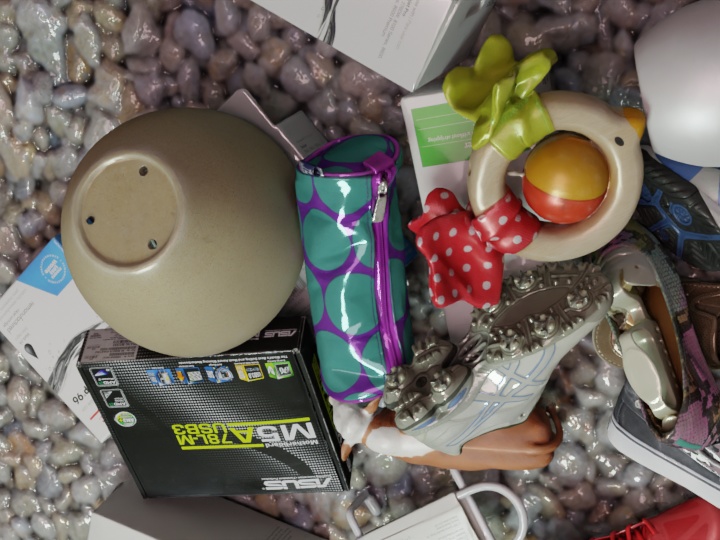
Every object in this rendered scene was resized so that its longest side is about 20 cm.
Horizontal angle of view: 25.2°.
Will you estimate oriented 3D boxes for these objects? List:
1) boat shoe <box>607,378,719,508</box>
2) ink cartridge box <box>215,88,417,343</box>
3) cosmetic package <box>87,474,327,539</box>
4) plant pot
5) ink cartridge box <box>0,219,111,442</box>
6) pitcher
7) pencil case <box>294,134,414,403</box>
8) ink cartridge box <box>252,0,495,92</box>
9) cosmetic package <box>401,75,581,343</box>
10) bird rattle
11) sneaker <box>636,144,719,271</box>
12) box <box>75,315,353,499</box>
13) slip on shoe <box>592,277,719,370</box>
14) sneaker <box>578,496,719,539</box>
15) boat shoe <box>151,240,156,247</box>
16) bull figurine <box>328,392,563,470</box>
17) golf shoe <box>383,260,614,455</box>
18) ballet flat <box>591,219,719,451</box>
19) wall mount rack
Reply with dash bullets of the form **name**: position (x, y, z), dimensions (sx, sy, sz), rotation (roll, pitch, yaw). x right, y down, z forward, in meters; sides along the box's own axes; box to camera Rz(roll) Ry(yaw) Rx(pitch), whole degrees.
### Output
- **boat shoe**: position (0.295, 0.141, 1.282), dimensions (0.198, 0.072, 0.068), rotation (27, 128, 19)
- **ink cartridge box**: position (-0.060, -0.050, 1.362), dimensions (0.116, 0.067, 0.201), rotation (-39, 90, 25)
- **cosmetic package**: position (-0.142, 0.265, 1.472), dimensions (0.198, 0.108, 0.086), rotation (19, 115, 16)
- **plant pot**: position (-0.153, -0.038, 1.255), dimensions (0.198, 0.134, 0.203), rotation (-2, 84, 15)
- **ink cartridge box**: position (-0.227, 0.069, 1.465), dimensions (0.200, 0.068, 0.116), rotation (47, 117, 1)
- **pitcher**: position (0.299, -0.170, 1.170), dimensions (0.197, 0.121, 0.174), rotation (-11, 82, 13)
- **pencil case**: position (0.000, 0.000, 1.269), dimensions (0.092, 0.084, 0.203), rotation (23, 125, 54)
- **ink cartridge box**: position (-0.004, -0.231, 1.240), dimensions (0.199, 0.145, 0.085), rotation (31, 116, 10)
- **cosmetic package**: position (0.109, -0.053, 1.278), dimensions (0.106, 0.085, 0.203), rotation (-9, 102, 20)
- **bird rattle**: position (0.123, -0.061, 1.165), dimensions (0.161, 0.113, 0.203), rotation (7, 108, -3)
- **sneaker**: position (0.291, -0.040, 1.235), dimensions (0.199, 0.077, 0.076), rotation (36, 155, 23)
- **box**: position (-0.121, 0.122, 1.390), dimensions (0.197, 0.048, 0.194), rotation (-3, 134, 12)
- **slip on shoe**: position (0.276, 0.048, 1.267), dimensions (0.198, 0.061, 0.077), rotation (-1, 106, 22)
- **sneaker**: position (0.207, 0.242, 1.319), dimensions (0.115, 0.079, 0.200), rotation (25, 121, -33)
- **boat shoe**: position (-0.137, 0.020, 1.412), dimensions (0.200, 0.073, 0.062), rotation (47, 117, 3)
- **bull figurine**: position (0.075, 0.125, 1.335), dimensions (0.198, 0.121, 0.066), rotation (8, 109, 18)
- **golf shoe**: position (0.117, 0.070, 1.235), dimensions (0.199, 0.079, 0.097), rotation (-32, 130, 16)
- **ballet flat**: position (0.217, 0.043, 1.235), dimensions (0.069, 0.071, 0.202), rotation (-35, 62, 34)
- **wall mount rack**: position (0.081, 0.255, 1.405), dimensions (0.199, 0.074, 0.175), rotation (-28, 91, 26)
